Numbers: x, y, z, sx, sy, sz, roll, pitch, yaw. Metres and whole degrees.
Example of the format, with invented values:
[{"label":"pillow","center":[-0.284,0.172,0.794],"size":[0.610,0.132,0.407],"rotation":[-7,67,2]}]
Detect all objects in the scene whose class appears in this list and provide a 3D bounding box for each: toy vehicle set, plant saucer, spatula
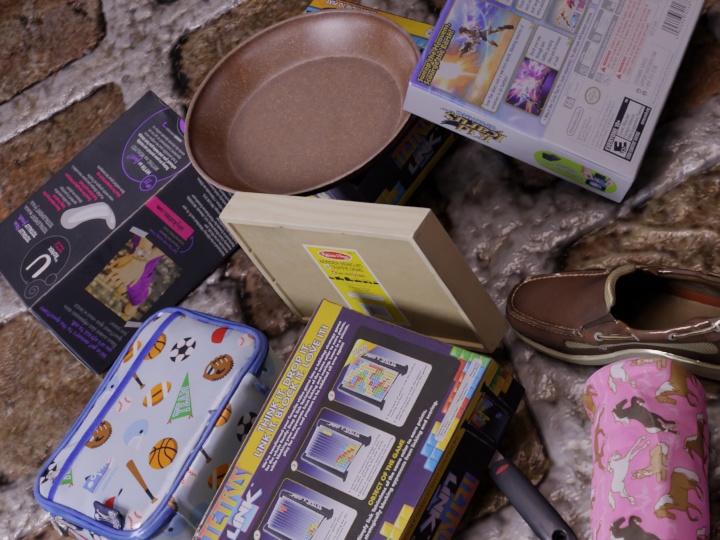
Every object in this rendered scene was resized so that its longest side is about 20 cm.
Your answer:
[{"label":"toy vehicle set","center":[0.000,0.000,1.168],"size":[0.199,0.124,0.027],"rotation":[7,53,44]},{"label":"plant saucer","center":[-0.041,-0.125,1.267],"size":[0.199,0.037,0.201],"rotation":[-12,50,14]},{"label":"spatula","center":[0.087,0.127,1.095],"size":[0.056,0.021,0.200],"rotation":[-36,44,-4]}]

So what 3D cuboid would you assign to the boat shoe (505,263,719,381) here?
[{"label":"boat shoe","center":[0.182,0.021,1.084],"size":[0.202,0.075,0.075],"rotation":[5,57,35]}]

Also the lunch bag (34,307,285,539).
[{"label":"lunch bag","center":[-0.150,0.126,1.201],"size":[0.160,0.076,0.200],"rotation":[15,62,42]}]

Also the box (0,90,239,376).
[{"label":"box","center":[-0.200,-0.033,1.353],"size":[0.200,0.106,0.122],"rotation":[-42,44,-6]}]

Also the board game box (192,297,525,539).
[{"label":"board game box","center":[-0.003,0.136,1.102],"size":[0.165,0.057,0.201],"rotation":[19,75,43]}]

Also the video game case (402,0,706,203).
[{"label":"video game case","center":[0.152,-0.175,1.217],"size":[0.181,0.045,0.201],"rotation":[24,67,3]}]

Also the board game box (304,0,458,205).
[{"label":"board game box","center":[-0.009,-0.140,1.347],"size":[0.200,0.057,0.166],"rotation":[23,68,43]}]

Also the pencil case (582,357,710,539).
[{"label":"pencil case","center":[0.173,0.150,0.975],"size":[0.086,0.083,0.201],"rotation":[-18,47,31]}]

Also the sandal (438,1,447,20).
[{"label":"sandal","center":[0.147,-0.234,1.295],"size":[0.199,0.055,0.082],"rotation":[-24,46,-18]}]
